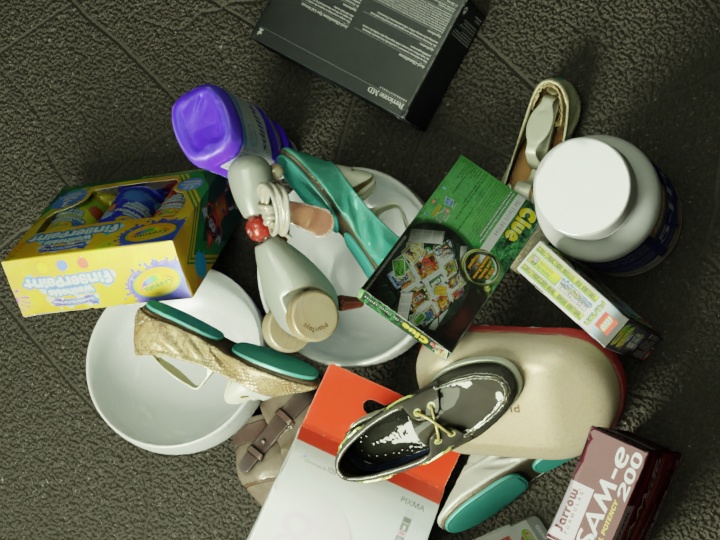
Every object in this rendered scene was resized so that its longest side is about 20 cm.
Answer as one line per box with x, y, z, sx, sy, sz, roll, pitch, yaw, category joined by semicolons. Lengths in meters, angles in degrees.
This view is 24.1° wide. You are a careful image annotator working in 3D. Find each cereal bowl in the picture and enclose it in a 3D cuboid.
-0.183;0.101;1.766;0.199;0.083;0.201;-5;66;12;cereal bowl
0.000;0.000;1.715;0.199;0.083;0.201;-2;83;20;cereal bowl

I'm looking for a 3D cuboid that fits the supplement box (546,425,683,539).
0.237;0.205;1.549;0.061;0.200;0.109;23;92;21;supplement box

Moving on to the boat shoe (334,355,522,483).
0.062;0.144;1.561;0.201;0.061;0.072;-31;97;30;boat shoe

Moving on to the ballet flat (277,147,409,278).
0.000;-0.055;1.649;0.070;0.067;0.200;-34;72;-15;ballet flat

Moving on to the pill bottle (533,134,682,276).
0.229;-0.063;1.584;0.119;0.200;0.120;-2;83;20;pill bottle

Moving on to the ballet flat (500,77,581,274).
0.169;-0.098;1.684;0.067;0.062;0.201;13;88;20;ballet flat

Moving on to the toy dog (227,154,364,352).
-0.056;-0.017;1.637;0.132;0.096;0.201;25;128;57;toy dog

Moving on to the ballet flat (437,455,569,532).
0.153;0.183;1.661;0.200;0.069;0.070;-35;73;8;ballet flat

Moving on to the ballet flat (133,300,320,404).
-0.138;0.094;1.678;0.199;0.070;0.066;23;101;12;ballet flat

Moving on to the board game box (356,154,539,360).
0.089;-0.015;1.600;0.105;0.023;0.200;34;56;5;board game box

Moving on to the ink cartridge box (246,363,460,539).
-0.002;0.216;1.642;0.162;0.057;0.201;25;99;-5;ink cartridge box

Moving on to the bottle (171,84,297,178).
-0.121;-0.132;1.720;0.065;0.200;0.084;-26;75;16;bottle

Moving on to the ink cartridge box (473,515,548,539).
0.146;0.357;1.611;0.084;0.175;0.201;-47;67;42;ink cartridge box

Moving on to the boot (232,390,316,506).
-0.038;0.173;1.729;0.199;0.070;0.147;-31;66;6;boot

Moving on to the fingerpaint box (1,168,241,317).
-0.249;-0.033;1.770;0.199;0.167;0.074;-6;119;20;fingerpaint box

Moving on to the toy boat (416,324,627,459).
0.160;0.102;1.613;0.199;0.131;0.131;2;115;27;toy boat

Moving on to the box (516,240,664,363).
0.218;0.032;1.577;0.110;0.200;0.035;43;97;18;box

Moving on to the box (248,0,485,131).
0.007;-0.254;1.754;0.199;0.079;0.142;30;91;20;box
